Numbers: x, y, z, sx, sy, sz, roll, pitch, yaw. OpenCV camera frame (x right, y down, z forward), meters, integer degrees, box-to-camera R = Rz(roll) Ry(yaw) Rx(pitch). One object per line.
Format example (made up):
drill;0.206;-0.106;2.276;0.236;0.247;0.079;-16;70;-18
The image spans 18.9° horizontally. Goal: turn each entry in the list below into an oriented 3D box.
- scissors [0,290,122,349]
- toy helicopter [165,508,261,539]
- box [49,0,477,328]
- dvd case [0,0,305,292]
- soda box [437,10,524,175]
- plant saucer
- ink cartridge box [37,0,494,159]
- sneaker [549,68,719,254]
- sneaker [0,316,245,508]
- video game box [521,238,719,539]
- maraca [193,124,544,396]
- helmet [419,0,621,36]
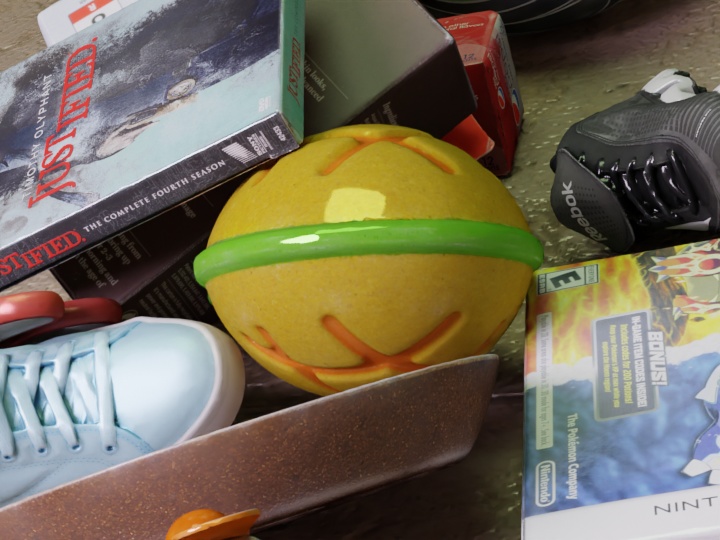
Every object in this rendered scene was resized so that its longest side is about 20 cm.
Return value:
scissors;-0.180;0.037;0.918;0.200;0.014;0.073;-18;-11;41
toy helicopter;-0.056;0.130;0.660;0.079;0.133;0.200;-12;8;-38
box;-0.058;-0.057;0.967;0.200;0.075;0.100;-39;63;-4
dvd case;-0.112;-0.058;0.899;0.200;0.022;0.146;-25;34;19
soda box;-0.022;-0.077;1.094;0.200;0.063;0.070;-8;28;15
plant saucer;-0.041;0.076;0.763;0.200;0.035;0.200;-19;-7;-2
ink cartridge box;-0.051;-0.092;1.032;0.162;0.050;0.200;-30;47;-2
sneaker;0.128;-0.039;0.924;0.090;0.067;0.200;-27;11;-1
sneaker;-0.146;0.063;0.856;0.200;0.074;0.082;-18;-17;15
video game box;0.150;0.049;0.786;0.182;0.047;0.200;-8;28;9
maraca;0.000;0.000;0.872;0.137;0.107;0.200;2;-7;-8
helmet;0.084;-0.221;1.172;0.200;0.191;0.200;-43;3;3
